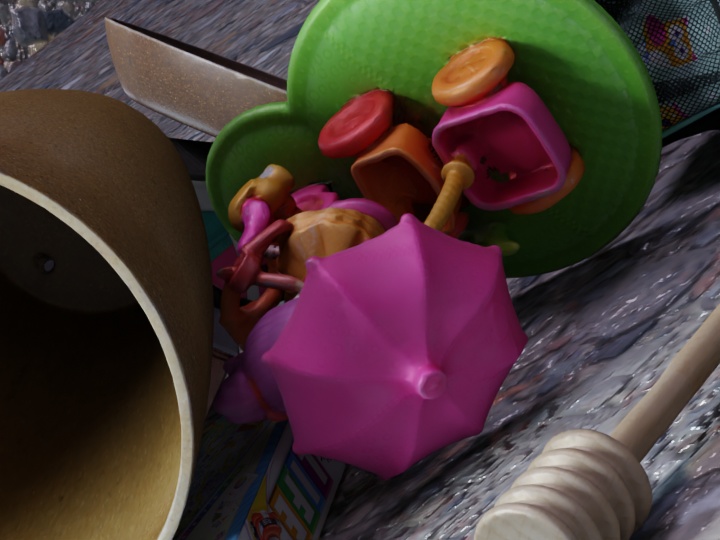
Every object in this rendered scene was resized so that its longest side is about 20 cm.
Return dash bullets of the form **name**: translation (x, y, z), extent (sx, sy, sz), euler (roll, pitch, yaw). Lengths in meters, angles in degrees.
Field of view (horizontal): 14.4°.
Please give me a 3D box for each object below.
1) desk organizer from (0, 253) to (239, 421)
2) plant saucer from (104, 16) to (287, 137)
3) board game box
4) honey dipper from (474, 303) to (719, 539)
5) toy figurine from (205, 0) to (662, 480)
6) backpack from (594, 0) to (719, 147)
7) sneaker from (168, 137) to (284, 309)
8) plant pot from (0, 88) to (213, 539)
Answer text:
- **desk organizer**: translation (-0.156, 0.024, 1.189), extent (0.072, 0.199, 0.077), euler (-106, 39, -77)
- **plant saucer**: translation (-0.030, -0.069, 1.327), extent (0.200, 0.199, 0.035), euler (-142, 72, -77)
- **board game box**: translation (-0.077, 0.116, 1.039), extent (0.134, 0.034, 0.200), euler (-31, 13, 19)
- **honey dipper**: translation (0.099, 0.035, 0.878), extent (0.038, 0.038, 0.200), euler (-23, 14, 44)
- **toy figurine**: translation (0.000, 0.000, 1.047), extent (0.199, 0.150, 0.184), euler (-20, 27, 31)
- **backpack**: translation (0.178, -0.151, 1.103), extent (0.199, 0.154, 0.176), euler (-12, 19, 45)
- **sneaker**: translation (-0.064, 0.009, 1.304), extent (0.083, 0.121, 0.199), euler (27, 14, 39)
- **plant pot**: translation (-0.129, 0.010, 1.039), extent (0.186, 0.187, 0.200), euler (-30, 14, 20)
